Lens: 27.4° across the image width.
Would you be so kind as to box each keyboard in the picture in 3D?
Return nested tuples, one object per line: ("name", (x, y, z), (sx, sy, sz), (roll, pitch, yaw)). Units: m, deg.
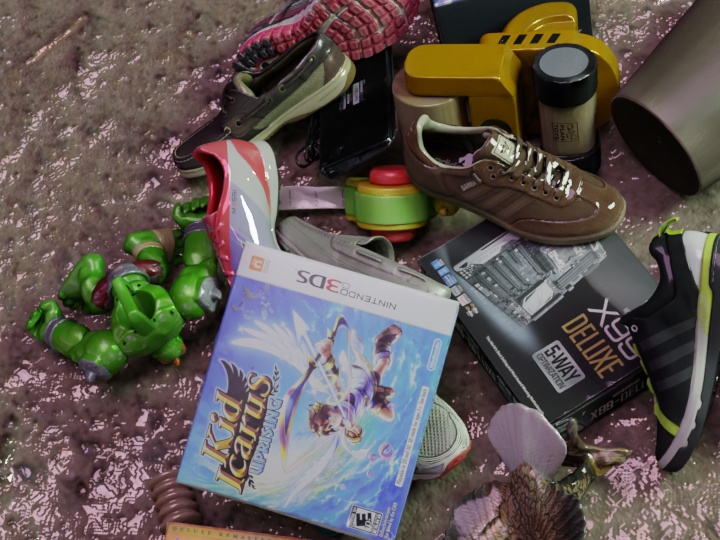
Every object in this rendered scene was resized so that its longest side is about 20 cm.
("keyboard", (-0.008, -0.150, 1.399), (0.103, 0.040, 0.201), (-22, 36, 18))

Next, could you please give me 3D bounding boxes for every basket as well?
("basket", (0.330, -0.171, 1.294), (0.200, 0.136, 0.180), (-41, 58, -8))

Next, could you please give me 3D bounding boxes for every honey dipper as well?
("honey dipper", (-0.131, 0.258, 1.204), (0.038, 0.038, 0.201), (-22, 61, 0))

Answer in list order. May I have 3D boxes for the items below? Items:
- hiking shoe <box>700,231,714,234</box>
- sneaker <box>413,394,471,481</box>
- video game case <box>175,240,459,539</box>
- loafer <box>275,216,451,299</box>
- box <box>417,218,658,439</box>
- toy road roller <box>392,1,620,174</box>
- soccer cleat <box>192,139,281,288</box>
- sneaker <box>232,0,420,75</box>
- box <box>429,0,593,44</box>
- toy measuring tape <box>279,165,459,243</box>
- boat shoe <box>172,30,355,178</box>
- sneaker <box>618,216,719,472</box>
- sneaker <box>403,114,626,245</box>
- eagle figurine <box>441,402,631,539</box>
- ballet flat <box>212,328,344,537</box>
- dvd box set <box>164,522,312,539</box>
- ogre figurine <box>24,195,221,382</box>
("hiking shoe", (0.323, 0.035, 1.195), (0.074, 0.087, 0.201), (-28, 58, -5))
("sneaker", (0.010, 0.099, 1.234), (0.078, 0.082, 0.200), (-43, 61, -14))
("video game case", (-0.033, 0.097, 1.174), (0.180, 0.045, 0.201), (15, 85, 4))
("loafer", (0.000, 0.000, 1.294), (0.070, 0.070, 0.200), (-47, 52, -10))
("box", (0.166, 0.032, 1.256), (0.157, 0.050, 0.200), (-30, 57, -7))
("toy road roller", (0.137, -0.168, 1.347), (0.198, 0.123, 0.147), (0, 45, 13))
("soccer cleat", (-0.104, -0.019, 1.297), (0.073, 0.068, 0.202), (1, 74, -31))
("sneaker", (-0.036, -0.244, 1.430), (0.199, 0.081, 0.075), (-19, 35, 21))
("box", (0.131, -0.314, 1.437), (0.147, 0.107, 0.201), (-13, 58, 4))
("toy measuring tape", (-0.009, -0.060, 1.336), (0.198, 0.074, 0.074), (1, 60, 10))
("boat shoe", (-0.102, -0.161, 1.403), (0.199, 0.065, 0.073), (-32, 32, 8))
("sneaker", (0.245, 0.057, 1.165), (0.082, 0.072, 0.202), (13, 104, 18))
("sneaker", (0.127, -0.079, 1.254), (0.199, 0.076, 0.071), (15, 64, 16))
("eagle figurine", (0.136, 0.215, 1.113), (0.150, 0.152, 0.201), (24, 61, 3))
("ballet flat", (-0.049, 0.123, 1.233), (0.067, 0.070, 0.201), (-34, 85, 34))
("dvd box set", (-0.095, 0.302, 1.145), (0.145, 0.029, 0.201), (7, 60, -4))
("ogre figurine", (-0.203, 0.026, 1.322), (0.199, 0.099, 0.120), (-19, 45, -12))
